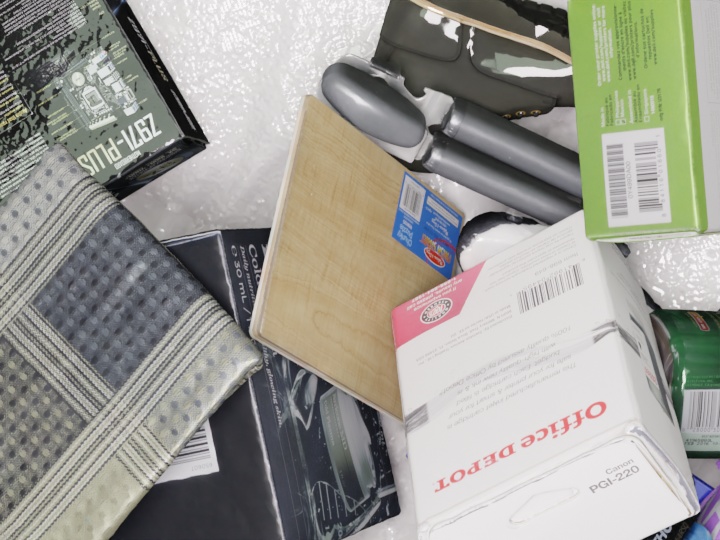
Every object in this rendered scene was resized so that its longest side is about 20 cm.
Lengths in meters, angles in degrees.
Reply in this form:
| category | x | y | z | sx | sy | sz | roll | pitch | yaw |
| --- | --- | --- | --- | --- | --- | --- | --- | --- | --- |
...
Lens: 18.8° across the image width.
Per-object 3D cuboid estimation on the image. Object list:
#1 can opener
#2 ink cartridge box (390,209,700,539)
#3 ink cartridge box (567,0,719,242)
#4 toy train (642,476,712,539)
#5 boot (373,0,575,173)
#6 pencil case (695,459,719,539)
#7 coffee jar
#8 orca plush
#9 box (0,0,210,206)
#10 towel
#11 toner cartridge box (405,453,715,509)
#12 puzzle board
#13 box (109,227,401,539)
| category | x | y | z | sx | sy | sz | roll | pitch | yaw |
| --- | --- | --- | --- | --- | --- | --- | --- | --- | --- |
| can opener | 0.061 | -0.075 | 1.363 | 0.200 | 0.067 | 0.053 | 23 | 121 | -12 |
| ink cartridge box | 0.104 | 0.080 | 1.277 | 0.146 | 0.200 | 0.085 | -28 | 124 | 17 |
| ink cartridge box | 0.210 | -0.095 | 1.341 | 0.076 | 0.200 | 0.148 | -4 | 90 | 32 |
| toy train | 0.127 | 0.193 | 1.289 | 0.087 | 0.114 | 0.200 | 47 | 61 | -23 |
| boot | 0.095 | -0.105 | 1.411 | 0.200 | 0.077 | 0.138 | 26 | 111 | -1 |
| pencil case | 0.286 | 0.208 | 1.345 | 0.200 | 0.084 | 0.086 | 42 | 56 | -13 |
| coffee jar | 0.277 | 0.072 | 1.344 | 0.200 | 0.104 | 0.085 | 2 | 104 | -6 |
| orca plush | 0.148 | 0.001 | 1.393 | 0.200 | 0.071 | 0.105 | 12 | 127 | -13 |
| box | -0.229 | -0.103 | 1.430 | 0.200 | 0.086 | 0.164 | -32 | 85 | 6 |
| towel | -0.177 | 0.060 | 1.252 | 0.193 | 0.035 | 0.200 | 44 | 96 | 19 |
| toner cartridge box | 0.138 | 0.137 | 1.404 | 0.200 | 0.043 | 0.095 | 34 | 94 | 6 |
| puzzle board | 0.000 | 0.000 | 1.339 | 0.017 | 0.200 | 0.151 | 1 | 70 | 32 |
| box | -0.080 | 0.080 | 1.345 | 0.124 | 0.197 | 0.200 | -13 | 88 | 19 |
